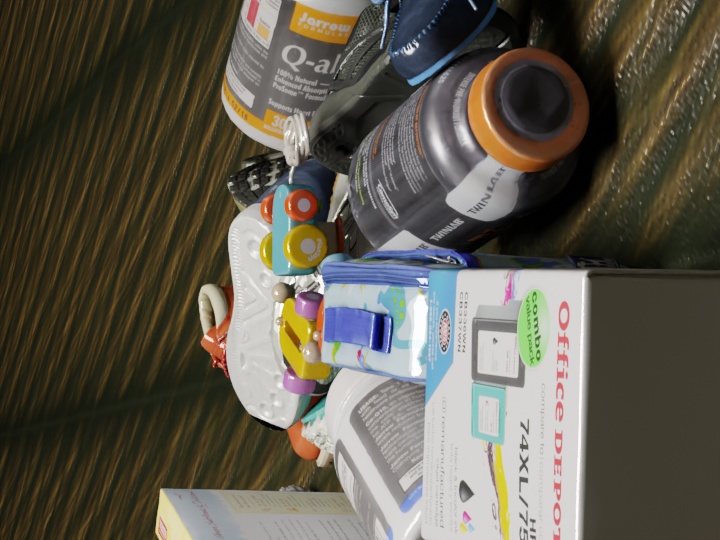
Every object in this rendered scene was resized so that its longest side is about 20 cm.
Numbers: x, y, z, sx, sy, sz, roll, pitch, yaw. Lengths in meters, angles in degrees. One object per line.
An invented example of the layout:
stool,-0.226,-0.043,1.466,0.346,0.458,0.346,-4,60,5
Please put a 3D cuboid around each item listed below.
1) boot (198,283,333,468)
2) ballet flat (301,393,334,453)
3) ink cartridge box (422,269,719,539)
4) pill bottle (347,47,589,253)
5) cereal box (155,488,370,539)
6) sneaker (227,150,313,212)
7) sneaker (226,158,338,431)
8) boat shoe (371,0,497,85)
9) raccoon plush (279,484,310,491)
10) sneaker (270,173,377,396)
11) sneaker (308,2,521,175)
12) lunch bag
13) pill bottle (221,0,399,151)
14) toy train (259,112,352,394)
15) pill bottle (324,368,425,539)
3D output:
boot,-0.073,0.081,1.812,0.200,0.107,0.075,-111,31,-46
ballet flat,0.015,0.099,1.632,0.200,0.071,0.072,136,133,-67
ink cartridge box,0.134,0.073,1.119,0.200,0.145,0.148,178,94,-71
pill bottle,0.071,-0.074,1.403,0.200,0.106,0.107,144,126,-66
cereal box,-0.027,0.190,1.516,0.144,0.199,0.040,-136,52,-66
sneaker,-0.056,-0.049,1.816,0.200,0.076,0.089,-71,-35,-79
sneaker,-0.032,0.009,1.714,0.080,0.146,0.201,20,128,32
boat shoe,0.044,-0.187,1.423,0.084,0.069,0.200,-30,22,25
raccoon plush,-0.033,0.194,1.745,0.097,0.133,0.200,62,-157,-22
sneaker,0.000,0.000,1.602,0.088,0.075,0.201,29,100,58
sneaker,0.040,-0.153,1.544,0.199,0.076,0.115,-35,33,50
lunch bag,0.066,0.030,1.323,0.200,0.160,0.083,-179,91,-72
pill bottle,-0.032,-0.197,1.705,0.117,0.116,0.201,-107,27,-45
toy train,-0.017,-0.003,1.507,0.151,0.055,0.201,113,152,-45
pill bottle,0.048,0.131,1.438,0.200,0.113,0.114,-123,39,-59
